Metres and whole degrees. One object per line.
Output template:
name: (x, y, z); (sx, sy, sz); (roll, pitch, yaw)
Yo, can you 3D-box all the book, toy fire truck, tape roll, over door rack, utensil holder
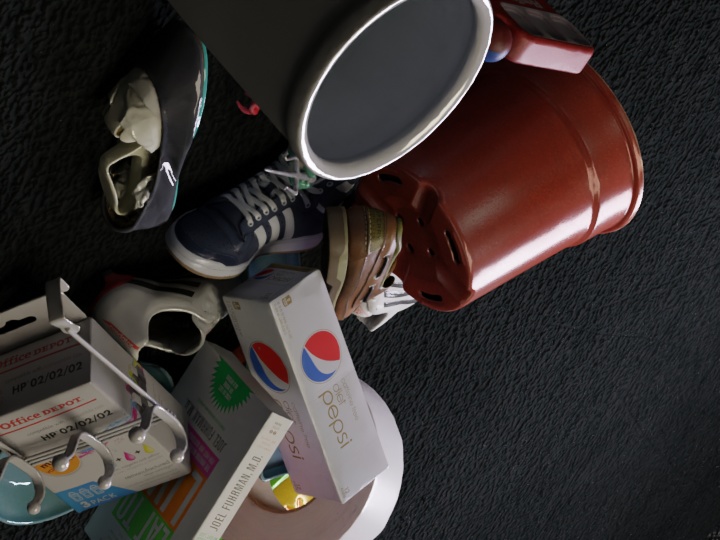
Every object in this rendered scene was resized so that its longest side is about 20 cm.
book: (-0.144, 0.178, 1.586); (0.048, 0.134, 0.201); (27, 98, -37)
toy fire truck: (0.083, -0.221, 1.449); (0.199, 0.168, 0.113); (1, 130, -55)
tape roll: (-0.061, 0.188, 1.824); (0.203, 0.203, 0.071); (-46, 154, 7)
over door rack: (-0.240, 0.109, 1.409); (0.146, 0.067, 0.200); (-20, 135, 15)
utensil holder: (-0.034, -0.191, 1.298); (0.169, 0.200, 0.171); (-33, 152, -20)

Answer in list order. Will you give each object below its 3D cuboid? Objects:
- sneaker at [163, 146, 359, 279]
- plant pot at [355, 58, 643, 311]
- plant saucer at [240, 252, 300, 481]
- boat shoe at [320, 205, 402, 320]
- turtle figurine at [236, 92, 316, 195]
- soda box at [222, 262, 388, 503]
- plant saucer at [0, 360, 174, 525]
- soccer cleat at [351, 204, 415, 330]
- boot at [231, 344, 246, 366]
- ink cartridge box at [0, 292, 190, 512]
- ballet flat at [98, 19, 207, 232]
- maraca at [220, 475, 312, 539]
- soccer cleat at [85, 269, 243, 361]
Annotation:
sneaker: (-0.077, -0.061, 1.574); (0.199, 0.070, 0.109); (-17, 149, -53)
plant pot: (0.113, -0.076, 1.652); (0.195, 0.201, 0.202); (-34, 153, -28)
plant saucer: (-0.076, 0.080, 1.643); (0.070, 0.019, 0.202); (-11, 100, -50)
boat shoe: (0.000, 0.000, 1.620); (0.067, 0.073, 0.200); (-3, 166, -5)
turtle figurine: (-0.015, -0.149, 1.503); (0.150, 0.101, 0.200); (-41, 173, 32)
soda box: (-0.046, 0.097, 1.607); (0.063, 0.068, 0.202); (-35, 116, -34)
plant saucer: (-0.258, 0.145, 1.672); (0.199, 0.036, 0.201); (-33, 152, -20)
soccer cleat: (0.012, -0.001, 1.780); (0.085, 0.069, 0.200); (-44, 159, -6)
boot: (-0.104, 0.105, 1.758); (0.200, 0.075, 0.107); (-48, 167, 9)
ink cartridge box: (-0.236, 0.110, 1.515); (0.114, 0.068, 0.200); (-21, 139, 17)
ballet flat: (-0.163, -0.100, 1.406); (0.073, 0.073, 0.201); (-24, 150, -33)
maraca: (-0.092, 0.232, 1.952); (0.200, 0.107, 0.137); (-41, 173, -18)
soccer cleat: (-0.145, 0.033, 1.606); (0.199, 0.085, 0.069); (-9, 138, -48)
